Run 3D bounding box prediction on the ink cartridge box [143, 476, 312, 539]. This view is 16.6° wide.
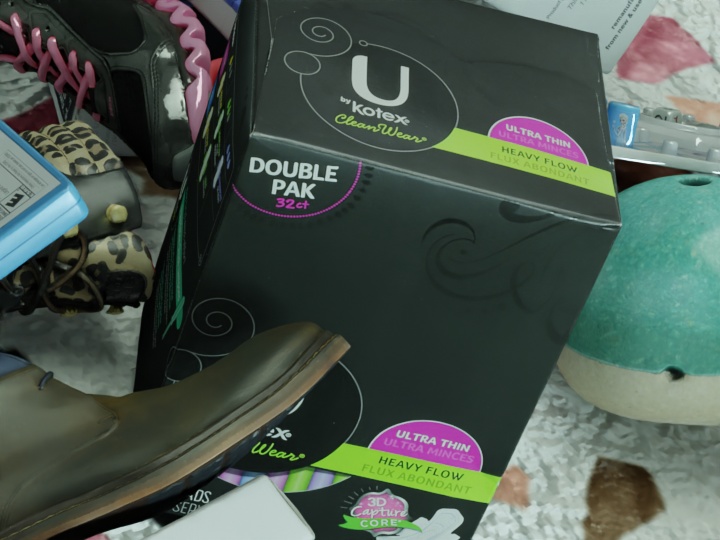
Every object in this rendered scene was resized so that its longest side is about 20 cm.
[{"bbox_3d":[-0.109,0.142,0.837,0.200,0.095,0.037,-23,66,-42],"label":"ink cartridge box"}]

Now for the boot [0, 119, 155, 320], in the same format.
[{"bbox_3d":[-0.155,0.012,0.989,0.150,0.073,0.200,-12,42,-22],"label":"boot"}]

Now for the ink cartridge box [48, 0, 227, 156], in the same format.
[{"bbox_3d":[-0.067,-0.130,1.235,0.200,0.043,0.198,3,42,-24],"label":"ink cartridge box"}]

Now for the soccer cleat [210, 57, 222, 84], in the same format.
[{"bbox_3d":[0.013,-0.047,1.097,0.200,0.077,0.067,11,40,26],"label":"soccer cleat"}]

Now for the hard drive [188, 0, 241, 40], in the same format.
[{"bbox_3d":[-0.061,-0.169,1.209,0.132,0.025,0.200,-5,41,-44],"label":"hard drive"}]

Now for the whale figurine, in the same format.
[{"bbox_3d":[0.159,-0.007,1.137,0.159,0.104,0.200,4,25,16],"label":"whale figurine"}]

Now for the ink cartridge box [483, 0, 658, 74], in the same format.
[{"bbox_3d":[0.047,-0.197,1.247,0.200,0.083,0.147,27,11,-35],"label":"ink cartridge box"}]

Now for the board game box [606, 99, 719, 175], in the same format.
[{"bbox_3d":[0.157,-0.072,1.206,0.200,0.026,0.200,8,9,-17],"label":"board game box"}]

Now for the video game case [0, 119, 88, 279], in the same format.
[{"bbox_3d":[-0.210,0.008,0.903,0.200,0.018,0.143,-37,37,-12],"label":"video game case"}]

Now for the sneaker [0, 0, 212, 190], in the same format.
[{"bbox_3d":[-0.126,-0.102,1.098,0.095,0.079,0.200,-14,46,-18],"label":"sneaker"}]

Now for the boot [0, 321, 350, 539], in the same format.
[{"bbox_3d":[-0.105,0.051,0.875,0.200,0.075,0.097,-33,83,-15],"label":"boot"}]

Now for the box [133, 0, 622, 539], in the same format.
[{"bbox_3d":[0.000,0.000,0.985,0.148,0.200,0.124,13,39,-11],"label":"box"}]
